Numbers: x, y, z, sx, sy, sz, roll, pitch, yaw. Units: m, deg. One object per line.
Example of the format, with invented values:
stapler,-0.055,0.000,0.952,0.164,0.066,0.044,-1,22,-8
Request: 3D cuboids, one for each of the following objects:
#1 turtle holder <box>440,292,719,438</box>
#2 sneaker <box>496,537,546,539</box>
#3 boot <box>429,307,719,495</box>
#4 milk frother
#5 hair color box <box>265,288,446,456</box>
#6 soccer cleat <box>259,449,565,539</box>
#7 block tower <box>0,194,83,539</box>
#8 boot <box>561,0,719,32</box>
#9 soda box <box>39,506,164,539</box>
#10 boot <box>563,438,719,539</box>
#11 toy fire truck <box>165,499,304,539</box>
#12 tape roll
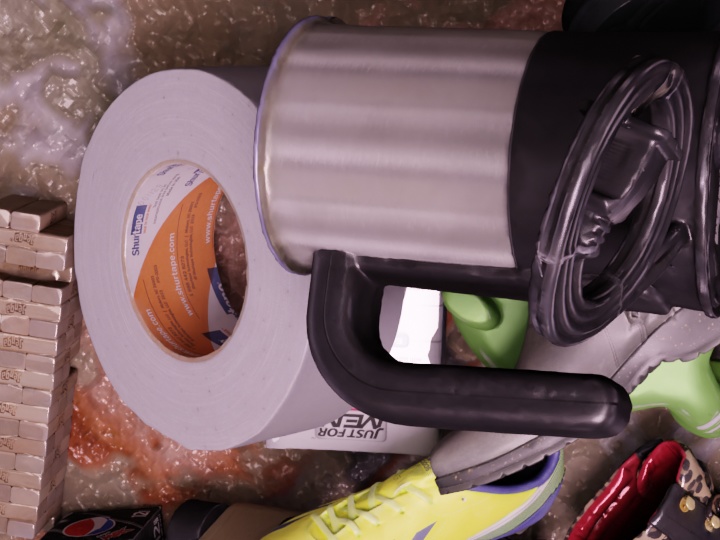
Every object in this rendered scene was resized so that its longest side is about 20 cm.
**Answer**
turtle holder,0.134,0.005,0.762,0.185,0.132,0.141,17,100,2
sneaker,0.083,0.197,0.809,0.090,0.066,0.200,-34,69,3
boot,0.091,0.007,0.677,0.200,0.068,0.131,-36,83,9
milk frother,0.044,-0.041,0.553,0.188,0.200,0.181,5,62,22
hair color box,0.000,0.000,0.810,0.099,0.061,0.200,2,99,5
soccer cleat,0.021,0.126,0.751,0.200,0.065,0.084,-18,142,-26
block tower,-0.199,0.061,0.842,0.054,0.058,0.200,8,101,5
boot,0.137,-0.182,0.695,0.163,0.198,0.073,58,142,19
soda box,-0.146,0.249,0.860,0.063,0.071,0.200,-5,99,9
boot,0.222,0.146,0.792,0.151,0.073,0.200,39,108,-19
toy fire truck,-0.061,0.255,0.801,0.129,0.176,0.200,4,120,29
tape roll,-0.070,-0.008,0.757,0.200,0.066,0.200,7,100,44
